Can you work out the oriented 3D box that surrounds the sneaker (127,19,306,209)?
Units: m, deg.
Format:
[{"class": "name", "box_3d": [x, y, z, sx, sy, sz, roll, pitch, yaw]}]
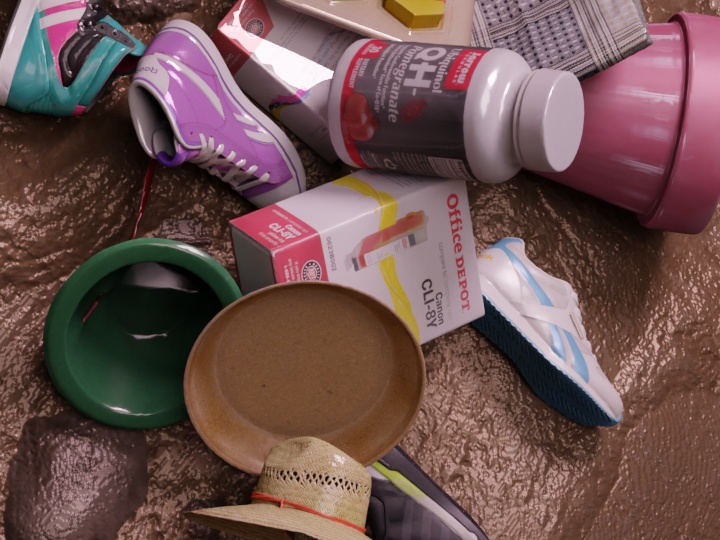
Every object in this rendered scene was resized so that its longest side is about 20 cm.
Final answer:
[{"class": "sneaker", "box_3d": [-0.129, -0.101, 1.569, 0.201, 0.072, 0.115, 50, 39, -24]}]

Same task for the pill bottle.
[{"class": "pill bottle", "box_3d": [0.081, -0.132, 1.541, 0.110, 0.198, 0.112, -23, 116, -57]}]

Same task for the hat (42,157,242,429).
[{"class": "hat", "box_3d": [-0.180, 0.010, 1.586, 0.165, 0.176, 0.200, 38, 104, -23]}]

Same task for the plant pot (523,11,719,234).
[{"class": "plant pot", "box_3d": [0.240, -0.146, 1.707, 0.177, 0.200, 0.202, 9, 74, -4]}]

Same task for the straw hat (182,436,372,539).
[{"class": "straw hat", "box_3d": [-0.038, 0.182, 1.502, 0.199, 0.201, 0.086, 18, 78, -17]}]

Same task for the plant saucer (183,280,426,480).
[{"class": "plant saucer", "box_3d": [-0.046, 0.085, 1.516, 0.198, 0.201, 0.036, 20, 28, -16]}]

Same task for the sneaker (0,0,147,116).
[{"class": "sneaker", "box_3d": [-0.232, -0.218, 1.579, 0.120, 0.084, 0.202, 20, 79, -11]}]

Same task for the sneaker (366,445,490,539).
[{"class": "sneaker", "box_3d": [0.047, 0.226, 1.615, 0.083, 0.072, 0.200, -45, 96, 0]}]

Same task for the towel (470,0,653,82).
[{"class": "towel", "box_3d": [0.156, -0.221, 1.655, 0.035, 0.191, 0.201, 53, 18, -35]}]

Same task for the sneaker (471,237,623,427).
[{"class": "sneaker", "box_3d": [0.176, 0.059, 1.688, 0.200, 0.076, 0.081, 48, 64, -8]}]

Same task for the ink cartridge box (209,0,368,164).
[{"class": "ink cartridge box", "box_3d": [-0.030, -0.181, 1.663, 0.200, 0.067, 0.117, 40, 67, -7]}]

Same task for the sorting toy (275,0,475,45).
[{"class": "sorting toy", "box_3d": [0.018, -0.274, 1.651, 0.198, 0.037, 0.186, 22, 45, -14]}]

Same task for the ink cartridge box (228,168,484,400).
[{"class": "ink cartridge box", "box_3d": [0.000, 0.000, 1.593, 0.199, 0.083, 0.147, -23, 119, -25]}]
